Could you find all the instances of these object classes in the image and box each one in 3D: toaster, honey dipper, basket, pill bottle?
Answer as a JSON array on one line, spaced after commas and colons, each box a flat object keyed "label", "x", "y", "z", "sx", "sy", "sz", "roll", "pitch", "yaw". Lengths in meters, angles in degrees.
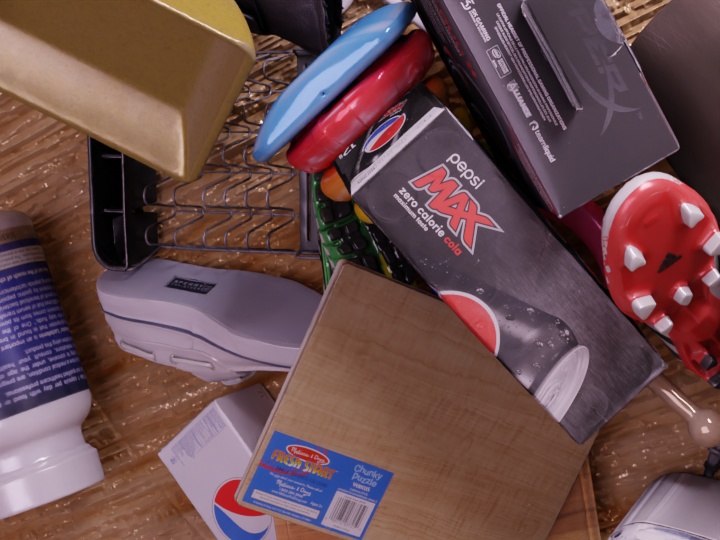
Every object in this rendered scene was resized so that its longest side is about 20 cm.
[{"label": "toaster", "x": 0.191, "y": 0.206, "z": 0.923, "sx": 0.112, "sy": 0.129, "sz": 0.203, "roll": 14, "pitch": 103, "yaw": 22}, {"label": "honey dipper", "x": 0.138, "y": 0.030, "z": 0.938, "sx": 0.200, "sy": 0.038, "sz": 0.038, "roll": 42, "pitch": 112, "yaw": 16}, {"label": "basket", "x": 0.240, "y": -0.062, "z": 0.856, "sx": 0.135, "sy": 0.181, "sz": 0.201, "roll": -33, "pitch": 72, "yaw": -8}, {"label": "pill bottle", "x": -0.257, "y": 0.069, "z": 1.127, "sx": 0.115, "sy": 0.115, "sz": 0.202, "roll": -21, "pitch": 88, "yaw": 26}]

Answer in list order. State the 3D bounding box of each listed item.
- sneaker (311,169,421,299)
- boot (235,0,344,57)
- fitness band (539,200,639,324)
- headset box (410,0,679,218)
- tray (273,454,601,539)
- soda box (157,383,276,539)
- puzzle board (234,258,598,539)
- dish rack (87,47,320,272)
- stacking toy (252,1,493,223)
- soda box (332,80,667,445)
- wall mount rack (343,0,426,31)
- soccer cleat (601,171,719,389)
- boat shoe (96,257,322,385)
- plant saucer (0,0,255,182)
[{"label": "sneaker", "x": 0.000, "y": 0.000, "z": 0.980, "sx": 0.085, "sy": 0.077, "sz": 0.203, "roll": 145, "pitch": 125, "yaw": -68}, {"label": "boot", "x": -0.090, "y": -0.206, "z": 0.914, "sx": 0.172, "sy": 0.201, "sz": 0.070, "roll": 14, "pitch": 62, "yaw": 19}, {"label": "fitness band", "x": 0.078, "y": 0.024, "z": 1.004, "sx": 0.198, "sy": 0.037, "sz": 0.145, "roll": -16, "pitch": 89, "yaw": 25}, {"label": "headset box", "x": 0.093, "y": -0.115, "z": 0.861, "sx": 0.074, "sy": 0.200, "sz": 0.150, "roll": -29, "pitch": 96, "yaw": 2}, {"label": "tray", "x": 0.047, "y": 0.158, "z": 0.991, "sx": 0.197, "sy": 0.037, "sz": 0.100, "roll": -10, "pitch": 93, "yaw": -1}, {"label": "soda box", "x": -0.044, "y": 0.177, "z": 1.065, "sx": 0.064, "sy": 0.068, "sz": 0.201, "roll": -41, "pitch": 79, "yaw": 24}, {"label": "puzzle board", "x": 0.042, "y": 0.094, "z": 0.925, "sx": 0.198, "sy": 0.017, "sz": 0.152, "roll": 21, "pitch": 100, "yaw": -23}, {"label": "dish rack", "x": -0.086, "y": -0.077, "z": 1.060, "sx": 0.198, "sy": 0.054, "sz": 0.156, "roll": 2, "pitch": 99, "yaw": 25}, {"label": "stacking toy", "x": 0.043, "y": -0.047, "z": 0.909, "sx": 0.116, "sy": 0.110, "sz": 0.200, "roll": -41, "pitch": 97, "yaw": 16}, {"label": "soda box", "x": 0.076, "y": -0.002, "z": 0.856, "sx": 0.071, "sy": 0.063, "sz": 0.200, "roll": -42, "pitch": 111, "yaw": 6}, {"label": "wall mount rack", "x": 0.025, "y": -0.222, "z": 0.980, "sx": 0.172, "sy": 0.075, "sz": 0.201, "roll": 25, "pitch": 110, "yaw": -11}, {"label": "soccer cleat", "x": 0.166, "y": -0.005, "z": 0.870, "sx": 0.068, "sy": 0.200, "sz": 0.085, "roll": -39, "pitch": 52, "yaw": 7}, {"label": "boat shoe", "x": -0.091, "y": 0.042, "z": 1.072, "sx": 0.198, "sy": 0.073, "sz": 0.066, "roll": 16, "pitch": 128, "yaw": 36}, {"label": "plant saucer", "x": -0.163, "y": -0.149, "z": 0.952, "sx": 0.198, "sy": 0.200, "sz": 0.049, "roll": 26, "pitch": 66, "yaw": -7}]
